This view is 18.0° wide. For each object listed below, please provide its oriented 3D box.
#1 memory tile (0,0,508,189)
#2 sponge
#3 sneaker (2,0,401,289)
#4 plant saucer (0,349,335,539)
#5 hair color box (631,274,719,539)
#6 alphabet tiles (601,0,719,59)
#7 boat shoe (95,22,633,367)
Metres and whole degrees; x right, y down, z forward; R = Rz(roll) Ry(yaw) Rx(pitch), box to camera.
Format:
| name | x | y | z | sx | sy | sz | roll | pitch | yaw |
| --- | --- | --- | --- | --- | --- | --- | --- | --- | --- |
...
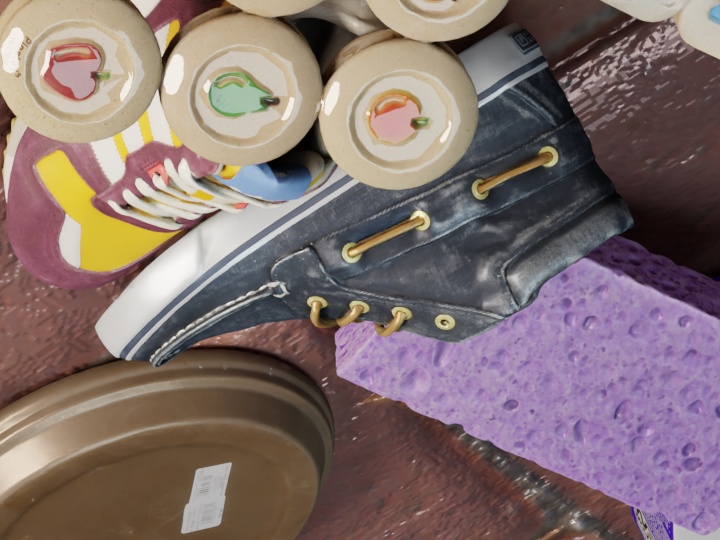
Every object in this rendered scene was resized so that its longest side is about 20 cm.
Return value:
| name | x | y | z | sx | sy | sz | roll | pitch | yaw |
| --- | --- | --- | --- | --- | --- | --- | --- | --- | --- |
| memory tile | -0.019 | -0.120 | 0.655 | 0.152 | 0.017 | 0.201 | 9 | 115 | -12 |
| sponge | 0.101 | 0.039 | 0.966 | 0.199 | 0.030 | 0.112 | 24 | 126 | -21 |
| sneaker | -0.058 | -0.045 | 0.764 | 0.075 | 0.090 | 0.200 | 5 | 137 | -36 |
| plant saucer | -0.101 | 0.107 | 1.002 | 0.199 | 0.030 | 0.201 | -16 | 145 | -12 |
| hair color box | 0.190 | 0.077 | 1.108 | 0.109 | 0.065 | 0.200 | -21 | 148 | -5 |
| alphabet tiles | 0.157 | -0.160 | 0.756 | 0.195 | 0.015 | 0.200 | 21 | 121 | -27 |
| boat shoe | 0.000 | 0.000 | 0.842 | 0.200 | 0.091 | 0.071 | -33 | 179 | 12 |
